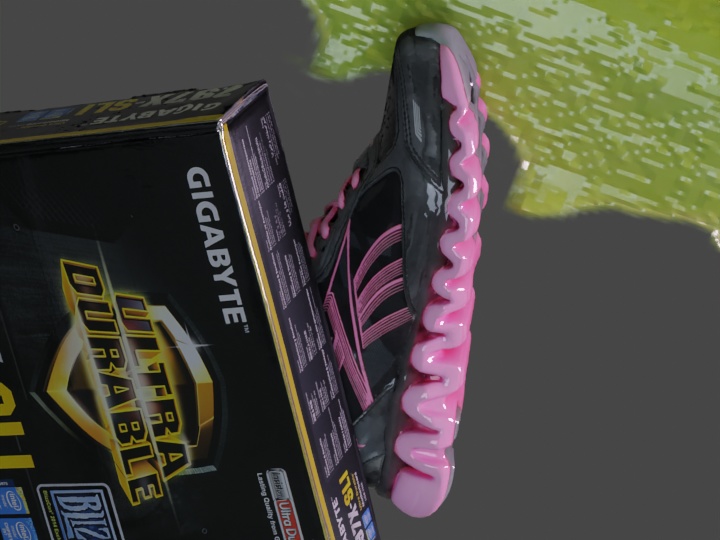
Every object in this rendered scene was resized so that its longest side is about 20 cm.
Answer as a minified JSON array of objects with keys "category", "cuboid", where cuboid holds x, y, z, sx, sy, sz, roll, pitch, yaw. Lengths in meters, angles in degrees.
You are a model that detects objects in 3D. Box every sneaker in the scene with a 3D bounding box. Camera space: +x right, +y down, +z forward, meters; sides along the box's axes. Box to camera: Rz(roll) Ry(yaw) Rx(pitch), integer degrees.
[{"category":"sneaker","cuboid":[0.000,0.000,0.801,0.095,0.079,0.201,8,109,6]}]

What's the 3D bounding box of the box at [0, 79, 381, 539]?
[{"category":"box","cuboid":[-0.091,0.035,0.789,0.159,0.049,0.201,-3,113,24]}]
